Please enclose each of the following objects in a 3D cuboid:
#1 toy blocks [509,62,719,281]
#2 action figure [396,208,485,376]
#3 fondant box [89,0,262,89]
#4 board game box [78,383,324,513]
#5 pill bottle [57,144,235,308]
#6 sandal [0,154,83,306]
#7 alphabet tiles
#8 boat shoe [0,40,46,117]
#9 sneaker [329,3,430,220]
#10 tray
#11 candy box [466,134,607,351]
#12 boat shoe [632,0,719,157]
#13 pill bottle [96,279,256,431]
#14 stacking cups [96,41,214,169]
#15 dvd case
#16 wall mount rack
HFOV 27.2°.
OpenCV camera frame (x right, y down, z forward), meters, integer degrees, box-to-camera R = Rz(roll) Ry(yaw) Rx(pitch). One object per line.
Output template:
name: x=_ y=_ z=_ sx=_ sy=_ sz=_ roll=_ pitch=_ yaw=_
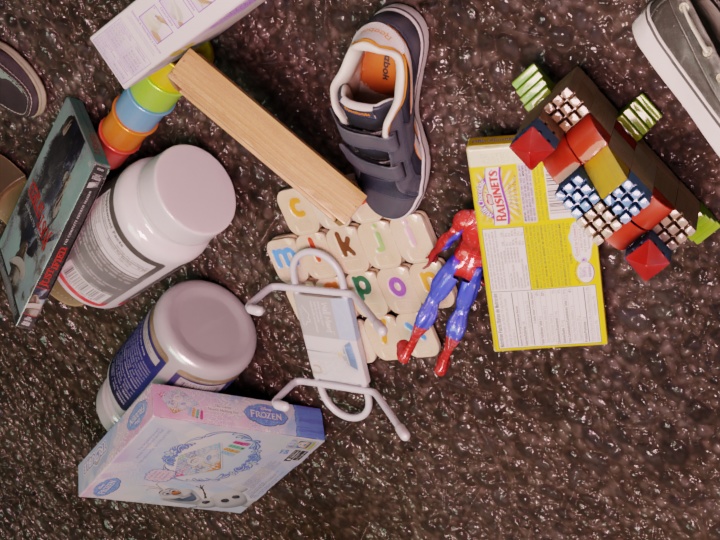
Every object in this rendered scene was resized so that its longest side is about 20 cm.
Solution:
toy blocks: x=0.191 y=-0.071 z=1.146 sx=0.100 sy=0.137 sz=0.200 roll=-41 pitch=96 yaw=25
action figure: x=0.091 y=0.002 z=1.342 sx=0.065 sy=0.052 sz=0.200 roll=22 pitch=123 yaw=-3
fondant box: x=-0.121 y=-0.243 z=1.276 sx=0.200 sy=0.144 sz=0.058 roll=-27 pitch=100 yaw=44
board game box: x=-0.173 y=0.194 z=1.587 sx=0.200 sy=0.198 sz=0.044 roll=-44 pitch=45 yaw=44
pill bottle: x=-0.220 y=-0.045 z=1.503 sx=0.200 sy=0.114 sz=0.114 roll=-29 pitch=99 yaw=44
sandal: x=-0.358 y=-0.041 z=1.658 sx=0.212 sy=0.078 sz=0.070 roll=48 pitch=167 yaw=10
alphabet tiles: x=0.000 y=0.000 z=1.438 sx=0.200 sy=0.015 sz=0.196 roll=-9 pitch=113 yaw=40
boat shoe: x=-0.421 y=-0.221 z=1.570 sx=0.200 sy=0.065 sz=0.072 roll=39 pitch=133 yaw=8
sneaker: x=0.014 y=-0.126 z=1.293 sx=0.078 sy=0.079 sz=0.201 roll=14 pitch=123 yaw=25
tray: x=-0.082 y=-0.117 z=1.330 sx=0.200 sy=0.037 sz=0.099 roll=41 pitch=179 yaw=-3
candy box: x=0.154 y=-0.023 z=1.278 sx=0.102 sy=0.026 sz=0.201 roll=-3 pitch=118 yaw=14
boat shoe: x=0.286 y=-0.129 z=1.101 sx=0.200 sy=0.071 sz=0.064 roll=49 pitch=136 yaw=2
pill bottle: x=-0.203 y=0.105 z=1.587 sx=0.116 sy=0.116 sz=0.200 roll=47 pitch=135 yaw=2
stacking cups: x=-0.210 y=-0.161 z=1.461 sx=0.061 sy=0.060 sz=0.200 roll=46 pitch=137 yaw=2
dvd case: x=-0.319 y=-0.060 z=1.524 sx=0.200 sy=0.022 sz=0.146 roll=-61 pitch=34 yaw=22
wall mount rack: x=-0.020 y=0.083 z=1.445 sx=0.173 sy=0.075 sz=0.201 roll=6 pitch=122 yaw=33
